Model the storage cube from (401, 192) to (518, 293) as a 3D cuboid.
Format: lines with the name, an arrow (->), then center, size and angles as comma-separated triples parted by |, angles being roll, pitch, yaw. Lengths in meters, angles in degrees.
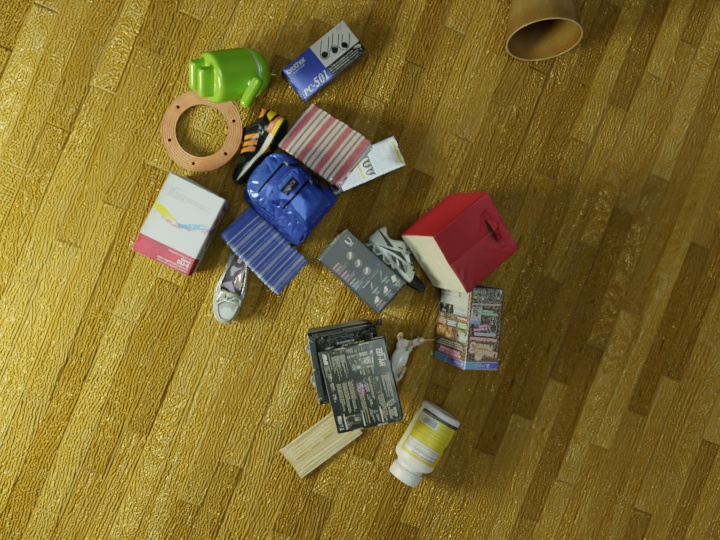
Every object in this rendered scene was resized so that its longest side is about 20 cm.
storage cube -> 0.240, -0.070, 1.523 | 0.180, 0.200, 0.171 | -39, 108, -16

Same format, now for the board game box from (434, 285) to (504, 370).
board game box -> 0.271, 0.137, 1.558 | 0.096, 0.159, 0.201 | 4, 92, -21

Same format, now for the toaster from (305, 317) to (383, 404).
toaster -> -0.032, 0.219, 1.545 | 0.199, 0.119, 0.182 | -10, 94, -7

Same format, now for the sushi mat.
sushi mat -> -0.099, 0.440, 1.595 | 0.200, 0.012, 0.096 | -35, 95, -6

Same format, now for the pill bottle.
pill bottle -> 0.159, 0.444, 1.584 | 0.111, 0.111, 0.200 | 32, 88, -8

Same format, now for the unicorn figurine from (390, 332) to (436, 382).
unicorn figurine -> 0.108, 0.212, 1.549 | 0.074, 0.137, 0.200 | 35, 75, 14

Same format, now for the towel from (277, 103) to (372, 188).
towel -> -0.088, -0.308, 1.534 | 0.200, 0.030, 0.147 | 35, 77, 13

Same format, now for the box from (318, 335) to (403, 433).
box -> 0.002, 0.267, 1.453 | 0.160, 0.044, 0.201 | -14, 94, 5

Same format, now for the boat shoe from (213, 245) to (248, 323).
boat shoe -> -0.314, 0.032, 1.524 | 0.074, 0.065, 0.203 | 19, 89, -8

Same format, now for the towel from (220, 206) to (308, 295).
towel -> -0.232, -0.054, 1.513 | 0.200, 0.024, 0.145 | 46, 46, -8

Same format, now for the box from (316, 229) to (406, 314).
box -> 0.000, 0.000, 1.540 | 0.200, 0.122, 0.106 | 42, 87, -8

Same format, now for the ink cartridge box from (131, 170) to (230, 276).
ink cartridge box -> -0.418, -0.109, 1.464 | 0.144, 0.145, 0.201 | 26, 89, -8

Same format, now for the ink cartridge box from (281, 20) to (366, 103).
ink cartridge box -> -0.092, -0.520, 1.548 | 0.200, 0.044, 0.094 | -41, 95, -5

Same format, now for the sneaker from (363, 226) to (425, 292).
sneaker -> 0.107, -0.030, 1.579 | 0.200, 0.074, 0.089 | 44, 87, -7

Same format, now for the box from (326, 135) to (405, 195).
box -> 0.007, -0.263, 1.569 | 0.199, 0.049, 0.083 | -23, 94, -7

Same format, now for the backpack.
backpack -> -0.171, -0.186, 1.489 | 0.200, 0.168, 0.163 | 41, 74, -6

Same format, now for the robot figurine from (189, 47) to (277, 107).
robot figurine -> -0.301, -0.462, 1.465 | 0.199, 0.175, 0.116 | -21, 136, -35

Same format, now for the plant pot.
plant pot -> 0.457, -0.671, 1.569 | 0.185, 0.186, 0.201 | 1, 78, -8

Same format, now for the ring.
ring -> -0.385, -0.340, 1.511 | 0.199, 0.019, 0.201 | 0, 88, 2

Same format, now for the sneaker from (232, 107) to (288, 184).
sneaker -> -0.266, -0.308, 1.527 | 0.090, 0.070, 0.200 | 35, 88, 9
